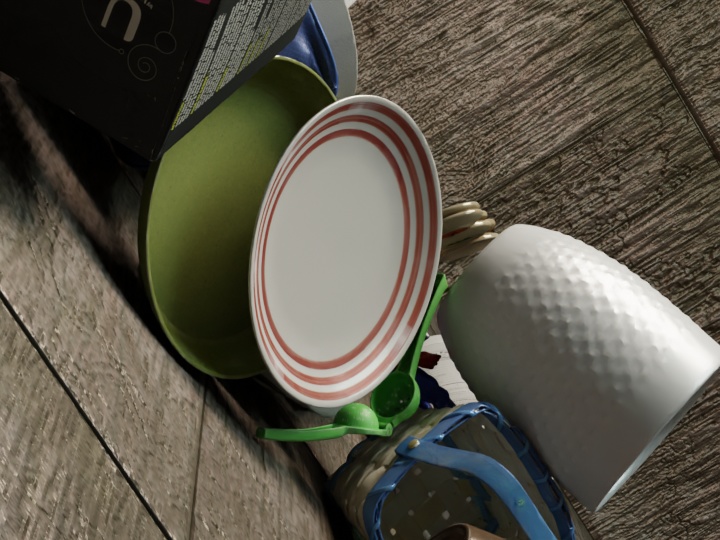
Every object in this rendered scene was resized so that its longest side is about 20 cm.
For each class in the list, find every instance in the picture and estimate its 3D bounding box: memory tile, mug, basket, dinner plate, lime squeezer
[{"bbox_3d":[0.000,0.000,1.547,0.153,0.199,0.017,34,35,-80],"label":"memory tile"},{"bbox_3d":[0.147,0.063,1.555,0.175,0.148,0.200,42,-8,11],"label":"mug"},{"bbox_3d":[0.081,0.180,1.472,0.200,0.139,0.177,4,-46,57],"label":"basket"},{"bbox_3d":[-0.013,-0.013,1.384,0.024,0.201,0.200,13,-26,35],"label":"dinner plate"},{"bbox_3d":[0.007,0.084,1.462,0.038,0.200,0.071,24,-45,31],"label":"lime squeezer"}]

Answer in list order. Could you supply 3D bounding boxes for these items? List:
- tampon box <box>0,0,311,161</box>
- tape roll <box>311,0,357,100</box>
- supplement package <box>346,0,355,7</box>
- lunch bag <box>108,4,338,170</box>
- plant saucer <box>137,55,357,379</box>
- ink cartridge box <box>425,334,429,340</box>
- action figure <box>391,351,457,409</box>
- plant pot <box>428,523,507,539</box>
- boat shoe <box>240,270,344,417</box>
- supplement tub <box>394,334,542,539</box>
[{"bbox_3d":[-0.115,-0.182,1.230,0.150,0.126,0.200,30,33,7],"label":"tampon box"},{"bbox_3d":[-0.072,-0.191,1.502,0.203,0.037,0.203,49,-24,31],"label":"tape roll"},{"bbox_3d":[-0.110,-0.264,1.784,0.191,0.147,0.200,49,-21,-11],"label":"supplement package"},{"bbox_3d":[-0.122,-0.145,1.440,0.200,0.132,0.136,2,-62,65],"label":"lunch bag"},{"bbox_3d":[-0.074,-0.034,1.341,0.031,0.200,0.200,11,-28,36],"label":"plant saucer"},{"bbox_3d":[-0.007,0.062,1.651,0.039,0.099,0.200,53,5,11],"label":"ink cartridge box"},{"bbox_3d":[0.025,0.071,1.554,0.200,0.052,0.065,33,-13,-34],"label":"action figure"},{"bbox_3d":[0.104,0.255,1.329,0.200,0.187,0.187,42,8,-10],"label":"plant pot"},{"bbox_3d":[-0.075,0.032,1.438,0.064,0.071,0.200,14,-26,41],"label":"boat shoe"},{"bbox_3d":[0.084,0.148,1.839,0.132,0.132,0.200,57,5,-19],"label":"supplement tub"}]
